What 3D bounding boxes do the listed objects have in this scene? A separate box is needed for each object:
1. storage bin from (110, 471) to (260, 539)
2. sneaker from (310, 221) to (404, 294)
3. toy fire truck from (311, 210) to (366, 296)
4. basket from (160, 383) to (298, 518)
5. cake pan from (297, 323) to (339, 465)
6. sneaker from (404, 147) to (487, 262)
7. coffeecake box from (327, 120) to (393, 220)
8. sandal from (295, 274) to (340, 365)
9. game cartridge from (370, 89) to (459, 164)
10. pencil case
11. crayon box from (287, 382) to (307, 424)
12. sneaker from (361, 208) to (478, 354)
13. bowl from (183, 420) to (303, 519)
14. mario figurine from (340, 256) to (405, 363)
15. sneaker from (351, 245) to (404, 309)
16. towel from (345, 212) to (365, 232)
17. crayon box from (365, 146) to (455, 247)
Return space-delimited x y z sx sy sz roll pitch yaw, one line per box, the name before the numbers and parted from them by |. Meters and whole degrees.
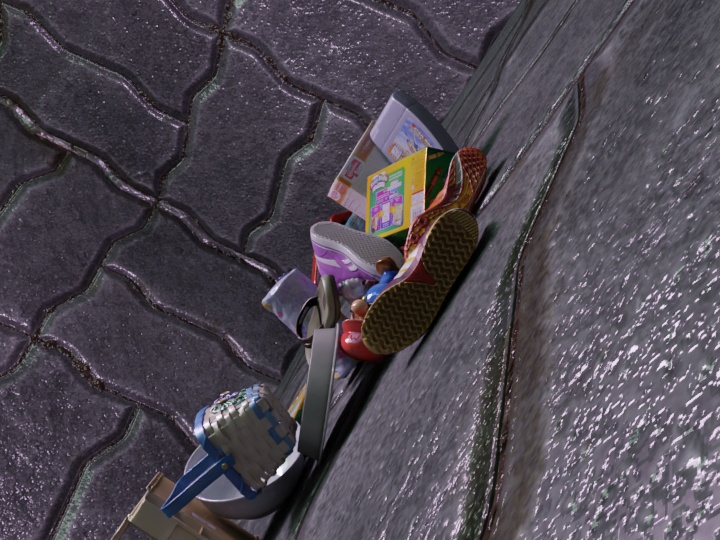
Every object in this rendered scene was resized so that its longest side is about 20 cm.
storage bin | -0.251 0.402 1.218 0.094 0.199 0.199 -56 3 -9
sneaker | 0.000 0.000 1.368 0.072 0.199 0.116 -28 -52 -33
toy fire truck | -0.012 -0.034 1.607 0.112 0.165 0.203 128 150 -56
basket | -0.188 0.258 1.166 0.200 0.139 0.176 -43 4 -4
cake pan | -0.061 0.175 1.185 0.200 0.036 0.204 -172 90 -87
sneaker | 0.128 -0.078 1.172 0.201 0.072 0.077 -56 -20 -17
coffeecake box | 0.063 -0.156 1.534 0.155 0.198 0.073 -59 3 -28
sandal | -0.072 0.078 1.274 0.203 0.056 0.080 101 151 -49
game cartridge | 0.105 -0.211 1.453 0.041 0.201 0.133 -33 -12 -29
pencil case | -0.075 0.092 1.395 0.091 0.200 0.083 -46 1 17
crayon box | -0.115 0.288 1.482 0.127 0.051 0.201 -57 4 27
sneaker | 0.076 0.015 0.992 0.201 0.075 0.090 -52 -4 10
bowl | -0.169 0.323 1.300 0.198 0.092 0.202 -15 26 7
mario figurine | 0.025 0.041 1.173 0.124 0.105 0.201 -52 5 45
sneaker | 0.044 0.016 1.417 0.109 0.067 0.202 -60 0 23
towel | 0.059 -0.097 1.579 0.201 0.145 0.022 -59 -13 -28
crayon box | 0.077 -0.113 1.337 0.199 0.057 0.121 -16 69 62
